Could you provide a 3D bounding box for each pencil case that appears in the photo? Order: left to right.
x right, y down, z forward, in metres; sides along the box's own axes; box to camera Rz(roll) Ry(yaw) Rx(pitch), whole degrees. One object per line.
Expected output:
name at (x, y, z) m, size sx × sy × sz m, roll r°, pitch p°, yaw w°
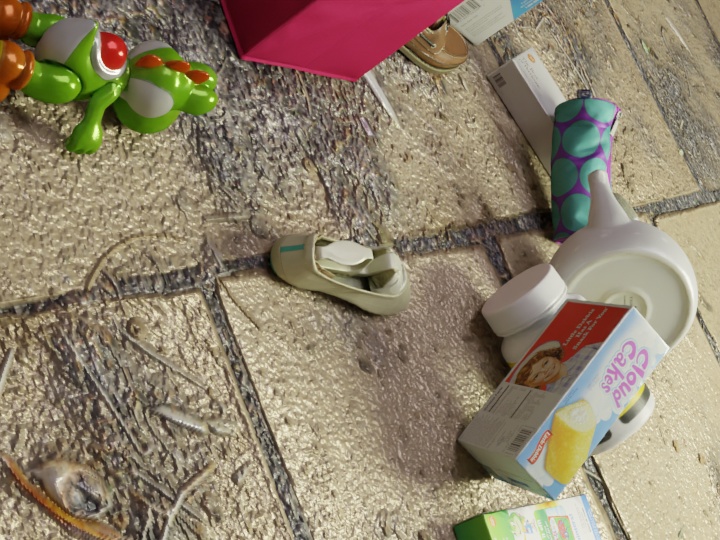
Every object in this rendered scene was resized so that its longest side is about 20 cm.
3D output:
pencil case at (0.298, -0.130, 1.557) m, size 0.085 × 0.092 × 0.201 m, roll 21°, pitch 69°, yaw -58°

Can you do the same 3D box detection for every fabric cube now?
fabric cube at (-0.024, -0.344, 1.265) m, size 0.200 × 0.199 × 0.197 m, roll -1°, pitch 65°, yaw -51°

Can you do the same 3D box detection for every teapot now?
teapot at (0.311, 0.017, 1.452) m, size 0.197 × 0.200 × 0.146 m, roll 30°, pitch 24°, yaw -14°

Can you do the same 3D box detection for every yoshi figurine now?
yoshi figurine at (-0.223, -0.159, 1.004) m, size 0.199 × 0.113 × 0.112 m, roll 10°, pitch 16°, yaw -31°

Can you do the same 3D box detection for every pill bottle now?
pill bottle at (0.231, 0.099, 1.335) m, size 0.200 × 0.114 × 0.114 m, roll 54°, pitch 35°, yaw -9°

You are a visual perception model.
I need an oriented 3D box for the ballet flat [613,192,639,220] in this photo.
ballet flat at (0.368, -0.018, 1.633) m, size 0.062 × 0.067 × 0.200 m, roll -17°, pitch 79°, yaw -44°

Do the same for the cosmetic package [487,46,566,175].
cosmetic package at (0.262, -0.208, 1.649) m, size 0.200 × 0.051 × 0.083 m, roll 56°, pitch 34°, yaw -5°

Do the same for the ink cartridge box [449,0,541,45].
ink cartridge box at (0.139, -0.437, 1.579) m, size 0.200 × 0.147 × 0.146 m, roll 31°, pitch 45°, yaw -35°

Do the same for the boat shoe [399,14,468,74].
boat shoe at (0.082, -0.301, 1.478) m, size 0.200 × 0.068 × 0.072 m, roll 8°, pitch 57°, yaw -49°

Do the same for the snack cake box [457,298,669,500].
snack cake box at (0.204, 0.125, 1.201) m, size 0.067 × 0.115 × 0.200 m, roll 46°, pitch 74°, yaw -19°

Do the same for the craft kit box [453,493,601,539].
craft kit box at (0.194, 0.333, 1.183) m, size 0.197 × 0.048 × 0.201 m, roll 7°, pitch 60°, yaw -51°

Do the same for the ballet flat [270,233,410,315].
ballet flat at (0.000, 0.000, 1.163) m, size 0.200 × 0.069 × 0.070 m, roll 12°, pitch 56°, yaw -47°
